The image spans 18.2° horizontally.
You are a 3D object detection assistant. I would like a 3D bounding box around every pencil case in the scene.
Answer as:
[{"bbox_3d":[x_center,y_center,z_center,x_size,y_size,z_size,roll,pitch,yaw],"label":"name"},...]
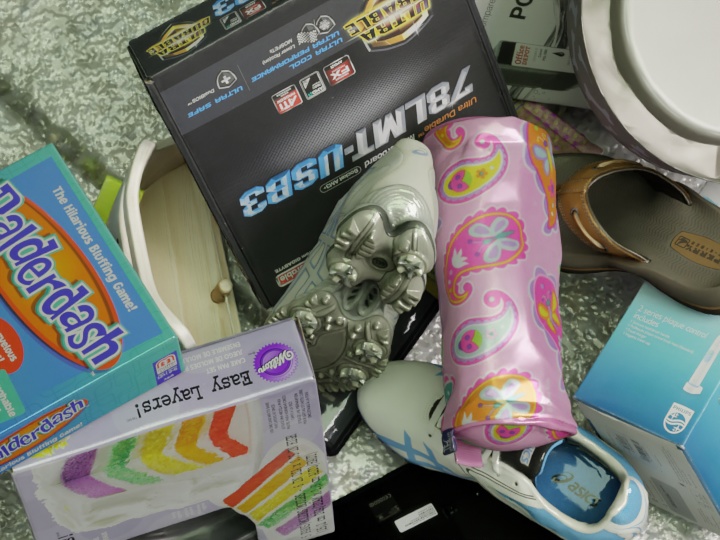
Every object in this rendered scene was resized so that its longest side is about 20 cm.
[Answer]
[{"bbox_3d":[0.080,0.011,1.334,0.086,0.087,0.202,-1,74,-6],"label":"pencil case"}]

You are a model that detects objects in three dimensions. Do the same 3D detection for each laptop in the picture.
[{"bbox_3d":[0.071,0.224,1.421,0.176,0.104,0.201,-25,54,-11],"label":"laptop"}]

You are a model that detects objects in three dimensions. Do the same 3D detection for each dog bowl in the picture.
[{"bbox_3d":[0.213,-0.147,1.340,0.198,0.059,0.202,1,86,-17],"label":"dog bowl"}]

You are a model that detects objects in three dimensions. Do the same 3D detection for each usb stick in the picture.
[{"bbox_3d":[0.014,0.031,1.451,0.055,0.033,0.201,34,76,5],"label":"usb stick"}]

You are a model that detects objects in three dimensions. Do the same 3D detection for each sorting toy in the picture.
[{"bbox_3d":[-0.122,0.005,1.369,0.106,0.180,0.202,-11,77,-8],"label":"sorting toy"}]

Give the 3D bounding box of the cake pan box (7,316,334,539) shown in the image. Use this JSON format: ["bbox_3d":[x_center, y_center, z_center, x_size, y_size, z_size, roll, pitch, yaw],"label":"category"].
[{"bbox_3d":[-0.111,0.121,1.338,0.182,0.201,0.053,-14,57,-8],"label":"cake pan box"}]

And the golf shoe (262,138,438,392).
[{"bbox_3d":[0.000,0.000,1.362,0.078,0.200,0.098,26,51,-11],"label":"golf shoe"}]

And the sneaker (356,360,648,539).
[{"bbox_3d":[0.088,0.105,1.384,0.199,0.073,0.072,26,69,15],"label":"sneaker"}]

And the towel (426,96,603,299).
[{"bbox_3d":[0.047,-0.071,1.459,0.200,0.023,0.144,38,78,21],"label":"towel"}]

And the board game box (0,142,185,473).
[{"bbox_3d":[-0.220,0.038,1.251,0.199,0.045,0.152,-30,63,-14],"label":"board game box"}]

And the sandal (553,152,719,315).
[{"bbox_3d":[0.159,-0.030,1.360,0.199,0.055,0.082,27,74,41],"label":"sandal"}]

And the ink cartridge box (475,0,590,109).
[{"bbox_3d":[0.130,-0.183,1.430,0.198,0.147,0.083,6,44,-16],"label":"ink cartridge box"}]

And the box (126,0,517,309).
[{"bbox_3d":[-0.014,-0.100,1.361,0.199,0.199,0.050,-29,41,-4],"label":"box"}]

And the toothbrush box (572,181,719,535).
[{"bbox_3d":[0.234,0.044,1.401,0.085,0.147,0.201,24,74,35],"label":"toothbrush box"}]
